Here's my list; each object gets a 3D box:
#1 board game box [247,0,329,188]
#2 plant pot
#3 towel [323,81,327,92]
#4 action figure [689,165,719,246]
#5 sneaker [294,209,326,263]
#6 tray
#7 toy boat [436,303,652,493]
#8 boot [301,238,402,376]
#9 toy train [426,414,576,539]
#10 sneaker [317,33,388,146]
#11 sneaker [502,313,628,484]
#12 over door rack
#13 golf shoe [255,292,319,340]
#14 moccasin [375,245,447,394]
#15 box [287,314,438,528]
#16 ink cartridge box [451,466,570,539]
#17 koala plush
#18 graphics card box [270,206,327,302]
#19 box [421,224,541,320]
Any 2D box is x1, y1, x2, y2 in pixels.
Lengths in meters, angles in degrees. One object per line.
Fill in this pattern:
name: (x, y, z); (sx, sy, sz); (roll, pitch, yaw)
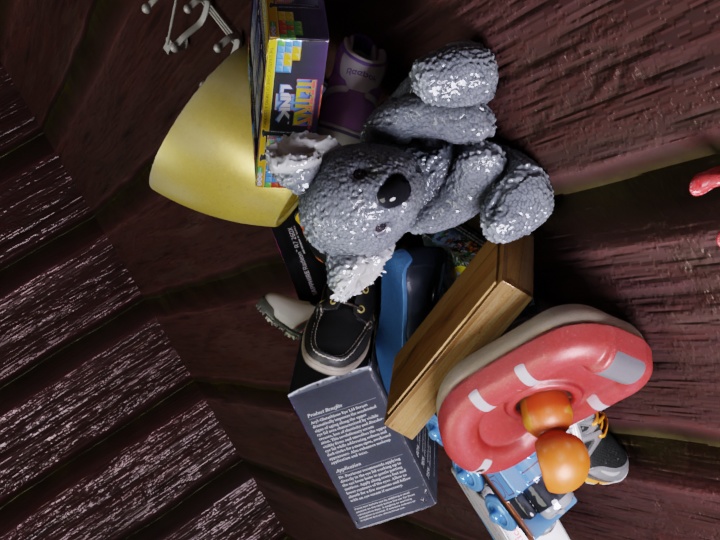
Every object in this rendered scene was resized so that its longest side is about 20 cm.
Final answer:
board game box: (-0.071, -0.204, 1.125); (0.166, 0.056, 0.201); (102, 165, -44)
plant pot: (-0.122, -0.132, 1.362); (0.141, 0.201, 0.200); (36, 160, 3)
towel: (-0.012, -0.124, 1.366); (0.145, 0.024, 0.201); (44, 156, 41)
action figure: (0.273, -0.042, 0.711); (0.066, 0.051, 0.200); (64, 159, -8)
sneaker: (-0.022, -0.049, 1.354); (0.091, 0.069, 0.200); (64, 169, 3)
tray: (0.089, 0.054, 1.110); (0.037, 0.099, 0.201); (28, 124, -11)
toy boat: (0.158, 0.127, 1.025); (0.199, 0.130, 0.132); (-36, 49, 36)
boot: (0.000, 0.000, 1.257); (0.073, 0.200, 0.152); (21, 128, 9)
toy train: (0.144, 0.184, 1.243); (0.201, 0.086, 0.114); (53, 156, 7)
sneaker: (-0.009, -0.172, 1.197); (0.072, 0.116, 0.200); (15, -178, -11)
sneaker: (0.195, 0.124, 1.146); (0.200, 0.077, 0.078); (46, -156, -15)
over door rack: (-0.216, -0.285, 1.553); (0.148, 0.066, 0.200); (53, 162, 15)
golf shoe: (-0.029, 0.059, 1.493); (0.198, 0.089, 0.077); (22, -172, 0)
moccasin: (0.061, 0.062, 1.231); (0.081, 0.068, 0.201); (56, 153, 38)
box: (0.008, 0.167, 1.394); (0.148, 0.103, 0.201); (-79, -34, -64)
ink cartridge box: (0.175, 0.273, 1.384); (0.117, 0.066, 0.200); (58, 175, -3)
koala plush: (0.027, -0.076, 1.045); (0.179, 0.199, 0.183); (62, 162, -15)
graphics card box: (-0.078, -0.050, 1.531); (0.126, 0.050, 0.201); (-98, -8, -54)
box: (0.135, 0.054, 1.239); (0.136, 0.038, 0.201); (38, 154, 45)
